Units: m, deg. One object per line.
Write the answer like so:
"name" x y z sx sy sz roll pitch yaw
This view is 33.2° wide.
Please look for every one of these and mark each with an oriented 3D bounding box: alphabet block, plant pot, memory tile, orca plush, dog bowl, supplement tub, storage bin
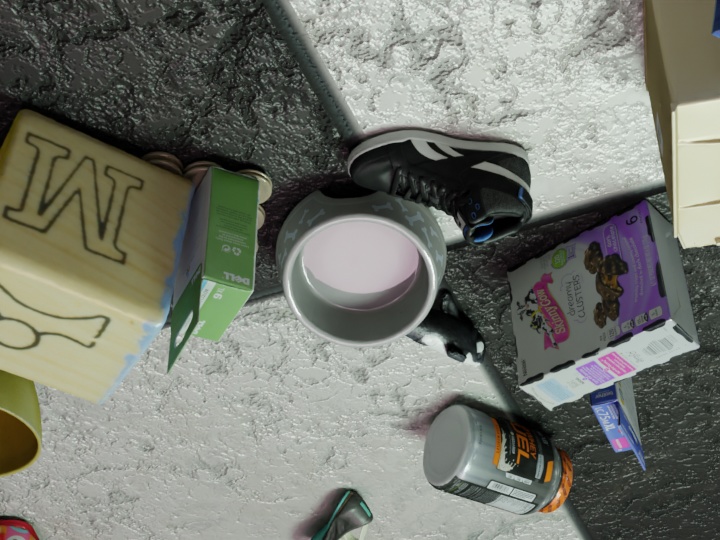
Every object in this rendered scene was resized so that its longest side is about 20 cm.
"alphabet block" -0.310 -0.010 1.258 0.198 0.198 0.195 23 136 -21
"plant pot" -0.492 0.152 1.518 0.197 0.143 0.201 -1 142 -1
"memory tile" -0.185 -0.055 1.367 0.151 0.017 0.201 7 142 -10
"orca plush" 0.084 0.054 1.501 0.198 0.105 0.072 24 92 -15
"dog bowl" 0.000 0.000 1.362 0.197 0.059 0.202 1 123 1
"supplement tub" 0.197 0.274 1.714 0.198 0.124 0.122 21 137 -27
"storage bin" 0.317 -0.157 1.102 0.092 0.202 0.200 -8 142 10

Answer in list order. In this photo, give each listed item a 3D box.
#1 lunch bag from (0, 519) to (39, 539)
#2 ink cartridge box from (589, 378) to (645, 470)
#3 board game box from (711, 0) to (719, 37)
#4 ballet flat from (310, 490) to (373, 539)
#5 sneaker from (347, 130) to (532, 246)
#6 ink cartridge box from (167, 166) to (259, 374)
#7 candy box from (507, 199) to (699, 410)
"lunch bag" -0.622 0.467 1.966 0.197 0.083 0.177 -3 142 3
"ink cartridge box" 0.305 0.132 1.472 0.041 0.202 0.120 -16 140 18
"board game box" 0.384 -0.253 0.986 0.197 0.203 0.043 18 164 -25
"ballet flat" -0.035 0.429 1.939 0.068 0.068 0.201 37 137 5
"sneaker" 0.085 -0.082 1.262 0.197 0.113 0.074 1 142 -3
"ink cartridge box" -0.154 0.004 1.264 0.059 0.202 0.104 16 141 -21
"candy box" 0.271 0.042 1.382 0.199 0.170 0.071 -29 135 31
